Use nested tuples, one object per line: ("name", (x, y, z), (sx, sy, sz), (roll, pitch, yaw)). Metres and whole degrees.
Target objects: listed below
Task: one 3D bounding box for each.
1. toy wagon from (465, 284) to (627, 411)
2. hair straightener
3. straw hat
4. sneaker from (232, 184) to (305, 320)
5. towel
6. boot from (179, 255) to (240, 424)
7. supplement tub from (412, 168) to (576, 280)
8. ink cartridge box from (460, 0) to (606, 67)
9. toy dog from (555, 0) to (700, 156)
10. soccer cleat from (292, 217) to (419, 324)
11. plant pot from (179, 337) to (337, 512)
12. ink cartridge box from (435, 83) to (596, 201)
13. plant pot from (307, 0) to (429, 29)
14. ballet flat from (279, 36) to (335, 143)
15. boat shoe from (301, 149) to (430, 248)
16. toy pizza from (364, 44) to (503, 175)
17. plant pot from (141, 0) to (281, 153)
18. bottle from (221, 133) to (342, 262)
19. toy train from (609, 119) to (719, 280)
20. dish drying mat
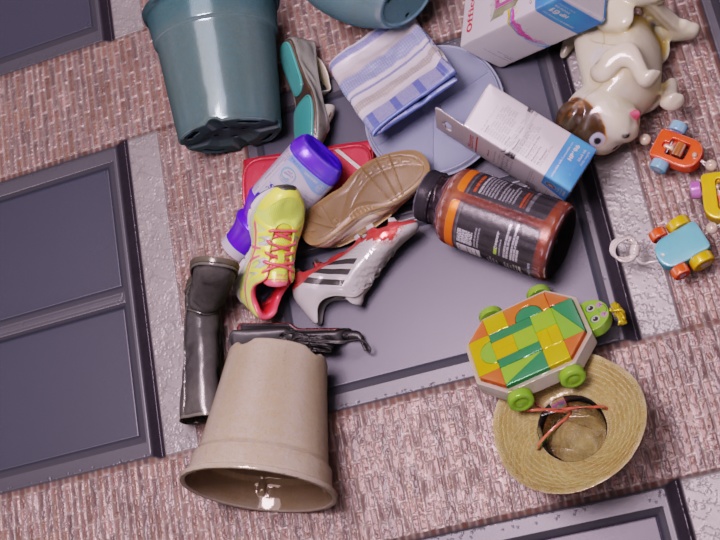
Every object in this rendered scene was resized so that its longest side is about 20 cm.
("toy wagon", (0.231, 0.082, 1.403), (0.199, 0.040, 0.156), (-26, 43, 11))
("hair straightener", (-0.084, 0.100, 1.515), (0.199, 0.077, 0.041), (4, 105, 14))
("straw hat", (0.263, 0.200, 1.369), (0.200, 0.085, 0.202), (-18, 45, 18))
("sneaker", (-0.112, -0.020, 1.507), (0.090, 0.078, 0.201), (-121, 39, -48))
("towel", (0.042, -0.279, 1.567), (0.147, 0.024, 0.200), (-34, 43, 6))
("boot", (-0.209, 0.096, 1.513), (0.072, 0.182, 0.201), (9, 68, -9))
("supplement tub", (0.170, -0.068, 1.464), (0.199, 0.107, 0.107), (22, 82, 21))
("ink cartridge box", (0.228, -0.373, 1.490), (0.200, 0.084, 0.145), (-16, 62, 56))
("toy dog", (0.321, -0.248, 1.454), (0.193, 0.139, 0.201), (9, 77, 36))
("soccer cleat", (0.000, 0.000, 1.524), (0.199, 0.069, 0.085), (-29, 77, 11))
("plant pot", (-0.117, 0.195, 1.449), (0.199, 0.201, 0.184), (-1, 62, 17))
("ink cartridge box", (0.197, -0.170, 1.455), (0.200, 0.116, 0.068), (33, 87, 7))
("plant pot", (0.026, -0.412, 1.554), (0.200, 0.200, 0.135), (-41, 65, 3))
("ballet flat", (-0.067, -0.245, 1.614), (0.063, 0.067, 0.201), (-1, 68, -30))
("boat shoe", (0.012, -0.095, 1.541), (0.199, 0.069, 0.074), (-30, 69, 13))
("toy pizza", (0.103, -0.218, 1.569), (0.199, 0.032, 0.201), (-5, 72, 16))
("plant pot", (-0.198, -0.282, 1.606), (0.199, 0.200, 0.197), (-12, 80, 14))
("bottle", (-0.114, -0.094, 1.561), (0.083, 0.065, 0.200), (41, 111, -12))
("toy train", (0.402, -0.082, 1.427), (0.150, 0.056, 0.201), (21, 80, 26))
("dish drying mat", (-0.075, -0.138, 1.608), (0.199, 0.018, 0.077), (-7, 74, 15))
